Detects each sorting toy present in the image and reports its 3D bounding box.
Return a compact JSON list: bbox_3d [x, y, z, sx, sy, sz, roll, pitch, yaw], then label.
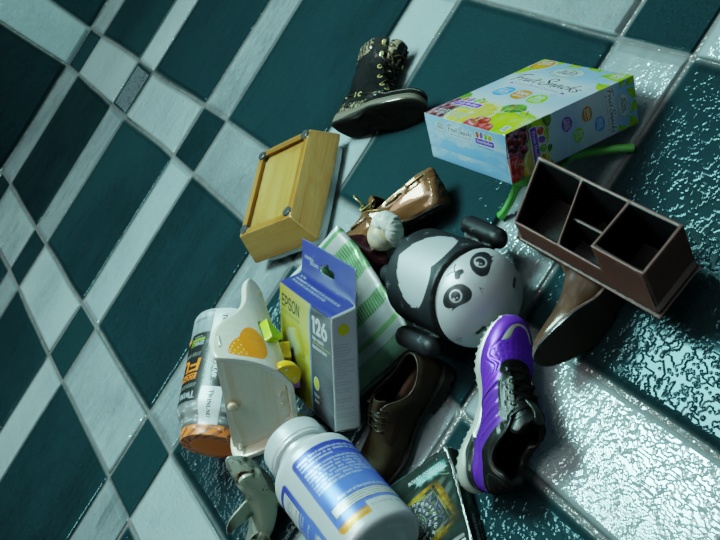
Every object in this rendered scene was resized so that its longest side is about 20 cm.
[{"bbox_3d":[-0.134,0.112,1.290,0.105,0.202,0.181,-7,43,-4],"label":"sorting toy"}]

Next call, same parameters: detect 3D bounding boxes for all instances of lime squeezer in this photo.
[{"bbox_3d":[0.231,-0.119,1.192,0.199,0.071,0.038,-29,28,34],"label":"lime squeezer"}]

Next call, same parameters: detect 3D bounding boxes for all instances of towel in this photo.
[{"bbox_3d":[-0.022,0.060,1.324,0.153,0.023,0.201,-45,64,31],"label":"towel"}]

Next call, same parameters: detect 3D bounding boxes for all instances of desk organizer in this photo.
[{"bbox_3d":[0.249,-0.040,1.030,0.072,0.077,0.199,-47,47,-8],"label":"desk organizer"}]

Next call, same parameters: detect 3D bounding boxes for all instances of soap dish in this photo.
[{"bbox_3d":[-0.115,-0.125,1.600,0.156,0.081,0.202,-17,52,43],"label":"soap dish"}]

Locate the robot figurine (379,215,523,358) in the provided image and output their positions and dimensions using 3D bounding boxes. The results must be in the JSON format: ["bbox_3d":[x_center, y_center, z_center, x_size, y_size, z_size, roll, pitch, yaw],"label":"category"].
[{"bbox_3d":[0.107,0.018,1.197,0.199,0.123,0.152,25,120,54],"label":"robot figurine"}]

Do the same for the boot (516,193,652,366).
[{"bbox_3d":[0.222,-0.006,1.131,0.186,0.064,0.200,-42,41,1],"label":"boot"}]

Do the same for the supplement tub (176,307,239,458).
[{"bbox_3d":[-0.206,0.169,1.466,0.122,0.122,0.202,-22,49,39],"label":"supplement tub"}]

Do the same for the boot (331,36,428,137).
[{"bbox_3d":[0.042,-0.298,1.548,0.199,0.073,0.152,-10,58,53],"label":"boot"}]

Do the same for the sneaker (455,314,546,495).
[{"bbox_3d":[0.169,0.147,1.066,0.099,0.069,0.203,-13,63,64],"label":"sneaker"}]

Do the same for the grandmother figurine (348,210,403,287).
[{"bbox_3d":[0.000,0.000,1.354,0.201,0.120,0.061,-56,6,31],"label":"grandmother figurine"}]

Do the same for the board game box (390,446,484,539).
[{"bbox_3d":[0.052,0.313,1.139,0.200,0.028,0.136,-40,40,25],"label":"board game box"}]

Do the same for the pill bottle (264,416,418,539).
[{"bbox_3d":[-0.030,0.260,1.132,0.113,0.112,0.200,-54,45,6],"label":"pill bottle"}]

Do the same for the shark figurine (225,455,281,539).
[{"bbox_3d":[-0.150,0.332,1.333,0.090,0.126,0.217,-117,41,-58],"label":"shark figurine"}]

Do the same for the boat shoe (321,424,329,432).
[{"bbox_3d":[-0.065,0.261,1.265,0.073,0.062,0.201,-50,28,15],"label":"boat shoe"}]

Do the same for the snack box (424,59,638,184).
[{"bbox_3d":[0.205,-0.186,1.187,0.198,0.068,0.168,-25,28,-22],"label":"snack box"}]

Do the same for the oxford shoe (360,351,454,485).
[{"bbox_3d":[0.031,0.187,1.207,0.072,0.084,0.202,25,87,51],"label":"oxford shoe"}]

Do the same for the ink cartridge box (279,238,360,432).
[{"bbox_3d":[-0.056,0.078,1.255,0.197,0.046,0.203,-151,55,-64],"label":"ink cartridge box"}]

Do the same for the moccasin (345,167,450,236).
[{"bbox_3d":[0.031,-0.079,1.385,0.200,0.073,0.079,-32,75,33],"label":"moccasin"}]
